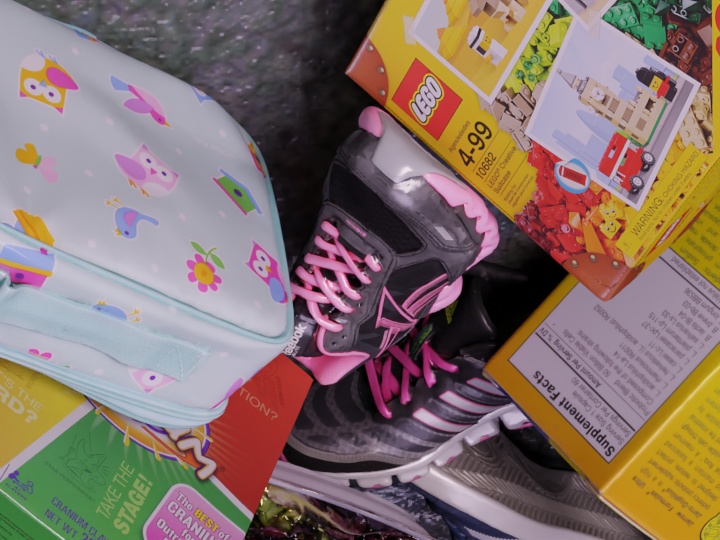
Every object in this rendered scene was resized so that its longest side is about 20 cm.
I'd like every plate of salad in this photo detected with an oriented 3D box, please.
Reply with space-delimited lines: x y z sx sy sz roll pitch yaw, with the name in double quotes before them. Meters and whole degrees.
"plate of salad" -0.046 0.129 1.146 0.199 0.048 0.200 15 165 4

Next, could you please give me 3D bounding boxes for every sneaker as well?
"sneaker" 0.000 0.000 0.995 0.095 0.079 0.200 -42 167 -14
"sneaker" 0.045 0.041 1.121 0.199 0.074 0.088 -17 134 4
"sneaker" 0.067 0.138 1.227 0.200 0.075 0.084 30 120 -37

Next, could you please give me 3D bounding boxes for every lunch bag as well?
"lunch bag" -0.125 -0.025 0.940 0.200 0.161 0.077 24 128 -34

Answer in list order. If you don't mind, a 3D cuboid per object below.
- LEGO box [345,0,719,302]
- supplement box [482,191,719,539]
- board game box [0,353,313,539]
"LEGO box" 0.104 -0.111 0.890 0.077 0.149 0.200 -38 165 -44
"supplement box" 0.175 0.023 1.049 0.200 0.109 0.109 -48 131 5
"board game box" -0.111 0.063 0.977 0.153 0.200 0.040 40 121 -11
